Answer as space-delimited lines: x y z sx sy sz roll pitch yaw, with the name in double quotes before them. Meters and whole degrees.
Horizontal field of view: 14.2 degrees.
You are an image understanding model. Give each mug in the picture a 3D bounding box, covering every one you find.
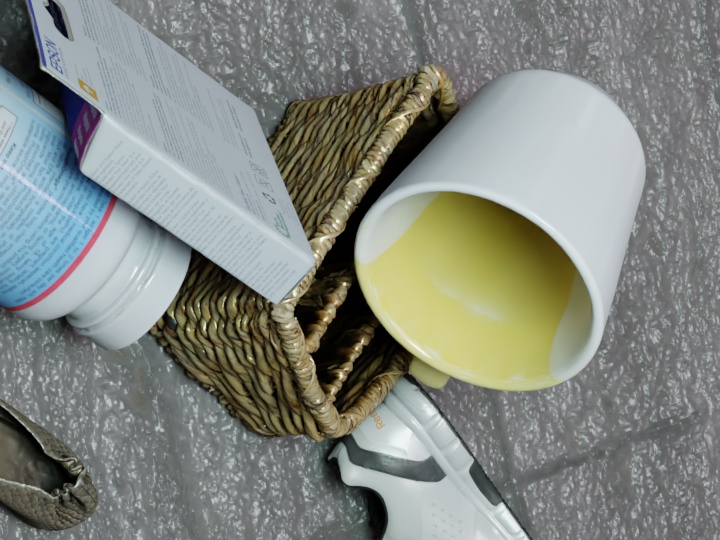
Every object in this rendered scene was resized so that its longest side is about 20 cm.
"mug" 0.080 -0.032 1.663 0.150 0.186 0.153 51 44 -21

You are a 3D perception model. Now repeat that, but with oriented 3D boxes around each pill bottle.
"pill bottle" -0.193 -0.042 1.594 0.200 0.108 0.109 37 65 -28

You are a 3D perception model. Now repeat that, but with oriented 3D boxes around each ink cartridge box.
"ink cartridge box" -0.125 -0.088 1.613 0.200 0.197 0.043 35 106 -27

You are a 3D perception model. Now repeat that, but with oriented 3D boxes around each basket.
"basket" 0.000 0.000 1.709 0.143 0.149 0.200 46 60 -24

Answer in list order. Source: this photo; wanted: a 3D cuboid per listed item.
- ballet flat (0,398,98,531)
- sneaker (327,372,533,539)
"ballet flat" -0.223 0.086 1.596 0.200 0.046 0.068 37 64 -28
"sneaker" 0.052 0.155 1.791 0.080 0.074 0.200 -38 115 -3
